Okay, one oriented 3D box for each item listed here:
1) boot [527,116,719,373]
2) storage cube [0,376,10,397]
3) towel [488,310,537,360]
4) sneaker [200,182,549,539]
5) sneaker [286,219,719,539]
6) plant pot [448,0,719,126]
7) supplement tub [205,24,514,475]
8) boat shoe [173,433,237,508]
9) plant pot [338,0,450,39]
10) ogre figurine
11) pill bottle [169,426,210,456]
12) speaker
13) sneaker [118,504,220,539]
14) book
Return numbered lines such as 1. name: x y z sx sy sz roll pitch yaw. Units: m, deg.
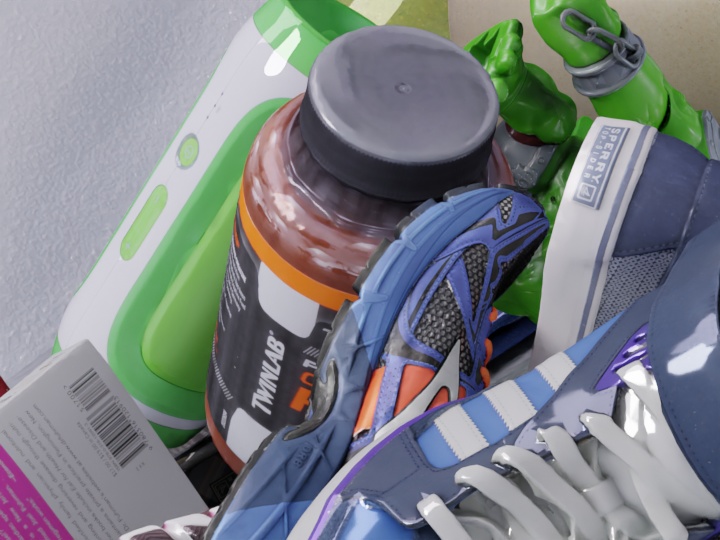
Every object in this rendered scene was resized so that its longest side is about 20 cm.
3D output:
1. boot: 0.110 0.018 0.807 0.200 0.090 0.073 80 -149 -71
2. storage cube: -0.244 0.148 1.108 0.171 0.180 0.200 -28 8 46
3. towel: 0.065 0.017 1.189 0.147 0.024 0.200 -35 7 -2
4. sneaker: 0.016 0.057 0.789 0.200 0.078 0.075 -59 -8 -24
5. sneaker: 0.073 0.052 0.639 0.200 0.081 0.146 -33 0 -35
6. plant pot: 0.176 -0.129 1.127 0.187 0.187 0.200 -39 22 -33
7. supplement tub: 0.000 0.000 0.920 0.107 0.107 0.200 -39 -24 -35
8. boat shoe: -0.075 0.115 1.028 0.200 0.070 0.066 -30 1 -34
9. plant pot: 0.014 -0.071 1.249 0.184 0.200 0.200 -51 14 -30
10. ogre figurine: 0.079 -0.040 1.021 0.200 0.120 0.098 -57 18 25
11. pill bottle: -0.070 0.048 1.179 0.114 0.114 0.200 -41 3 -43
12. speaker: -0.055 -0.021 1.025 0.200 0.088 0.088 -56 -1 19
13. sneaker: -0.041 0.114 0.865 0.200 0.076 0.116 -26 -1 -15
14. book: -0.128 0.129 0.863 0.048 0.134 0.200 -27 9 43
